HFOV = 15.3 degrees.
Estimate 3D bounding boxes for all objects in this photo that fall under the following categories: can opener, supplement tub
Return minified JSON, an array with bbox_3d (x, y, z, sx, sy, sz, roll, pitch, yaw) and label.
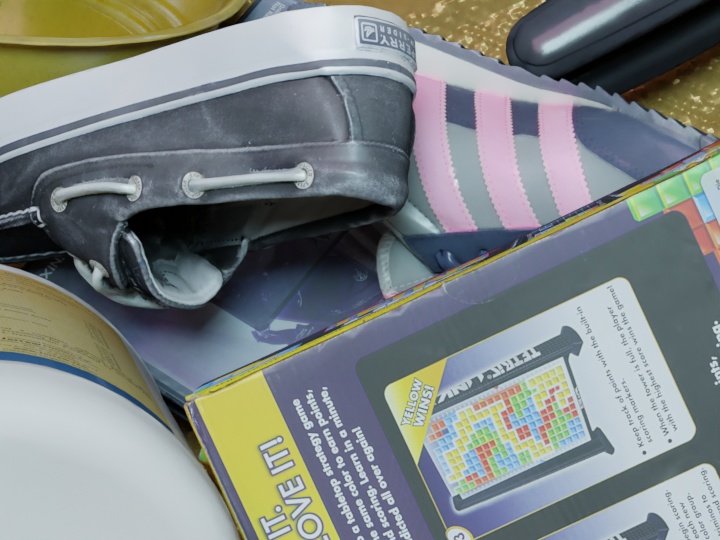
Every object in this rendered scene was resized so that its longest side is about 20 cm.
[{"bbox_3d":[0.136,-0.104,0.858,0.199,0.064,0.079,-22,56,-8],"label":"can opener"},{"bbox_3d":[-0.115,0.077,0.760,0.144,0.145,0.200,-36,16,-4],"label":"supplement tub"}]

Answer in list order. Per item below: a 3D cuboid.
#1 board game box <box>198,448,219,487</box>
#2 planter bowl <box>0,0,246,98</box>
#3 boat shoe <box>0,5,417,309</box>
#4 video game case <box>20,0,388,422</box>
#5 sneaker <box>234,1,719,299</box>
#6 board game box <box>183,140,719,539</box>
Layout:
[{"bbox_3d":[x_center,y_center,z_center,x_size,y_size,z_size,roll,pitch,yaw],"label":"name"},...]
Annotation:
[{"bbox_3d":[0.055,0.037,0.840,0.199,0.030,0.096,7,62,25],"label":"board game box"},{"bbox_3d":[-0.141,-0.076,0.913,0.199,0.084,0.201,9,23,-4],"label":"planter bowl"},{"bbox_3d":[-0.062,-0.021,0.805,0.199,0.072,0.068,-15,71,37],"label":"boat shoe"},{"bbox_3d":[0.000,0.000,0.857,0.199,0.019,0.143,30,72,32],"label":"video game case"},{"bbox_3d":[0.050,-0.016,0.809,0.199,0.070,0.082,20,83,31],"label":"sneaker"},{"bbox_3d":[0.068,0.089,0.731,0.165,0.057,0.201,-24,92,5],"label":"board game box"}]
